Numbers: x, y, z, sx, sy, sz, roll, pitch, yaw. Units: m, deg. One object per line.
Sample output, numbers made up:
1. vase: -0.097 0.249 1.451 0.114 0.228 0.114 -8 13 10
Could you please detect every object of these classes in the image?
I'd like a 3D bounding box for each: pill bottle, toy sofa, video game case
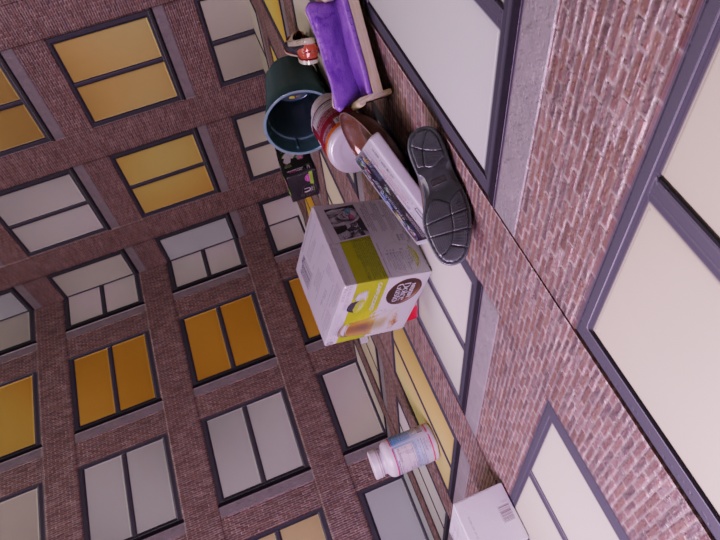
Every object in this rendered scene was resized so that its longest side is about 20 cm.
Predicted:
1. pill bottle: -0.042 -0.303 1.320 0.201 0.111 0.114 -118 11 -50
2. toy sofa: -0.022 -0.382 1.059 0.083 0.096 0.204 -143 36 -76
3. pill bottle: 0.124 0.533 1.798 0.109 0.196 0.111 161 90 -82
4. video game case: 0.068 -0.134 1.067 0.201 0.023 0.182 53 173 -5

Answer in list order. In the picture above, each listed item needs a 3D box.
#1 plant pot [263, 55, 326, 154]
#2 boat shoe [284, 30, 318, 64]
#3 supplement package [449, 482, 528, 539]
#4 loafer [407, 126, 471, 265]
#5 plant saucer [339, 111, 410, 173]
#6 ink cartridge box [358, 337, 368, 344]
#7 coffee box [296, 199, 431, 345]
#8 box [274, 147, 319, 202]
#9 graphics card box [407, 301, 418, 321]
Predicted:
1. plant pot: -0.170 -0.451 1.635 0.202 0.196 0.199 81 175 -52
2. boat shoe: -0.154 -0.583 1.584 0.201 0.070 0.064 -123 22 -54
3. supplement package: 0.253 0.531 1.242 0.202 0.108 0.115 83 165 -54
4. loafer: 0.119 -0.107 0.896 0.063 0.070 0.204 8 -112 -77
5. plant saucer: 0.034 -0.213 1.129 0.201 0.036 0.201 51 172 10
6. ink cartridge box: -0.030 0.176 2.577 0.198 0.046 0.203 -122 13 -62
7. coffee box: 0.000 0.000 1.272 0.202 0.194 0.201 65 151 31
8. box: -0.256 -0.408 2.485 0.150 0.122 0.202 82 168 -55
9. graphics card box: 0.076 0.006 1.446 0.127 0.050 0.202 83 167 -53
